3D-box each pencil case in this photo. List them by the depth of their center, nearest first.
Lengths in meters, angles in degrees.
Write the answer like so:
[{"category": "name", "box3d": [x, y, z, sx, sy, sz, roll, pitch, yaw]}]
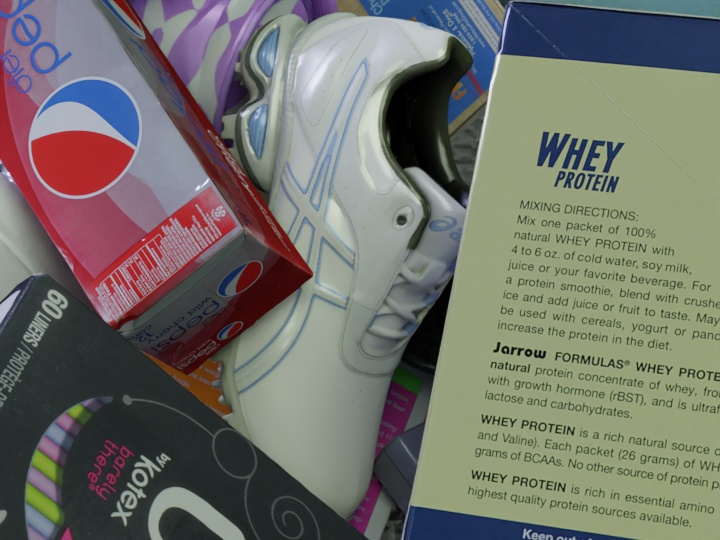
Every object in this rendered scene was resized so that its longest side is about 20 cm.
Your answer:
[{"category": "pencil case", "box3d": [-0.110, -0.117, 1.021, 0.200, 0.084, 0.086, 25, 67, 17]}]

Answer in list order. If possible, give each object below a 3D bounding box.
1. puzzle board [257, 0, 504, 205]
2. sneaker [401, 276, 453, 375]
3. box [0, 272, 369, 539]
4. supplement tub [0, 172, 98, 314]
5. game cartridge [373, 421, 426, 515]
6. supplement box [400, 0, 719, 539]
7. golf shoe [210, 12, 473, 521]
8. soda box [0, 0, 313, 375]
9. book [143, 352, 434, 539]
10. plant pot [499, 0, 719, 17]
[{"category": "puzzle board", "box3d": [-0.031, -0.118, 1.042, 0.200, 0.151, 0.017, 56, 26, 16]}, {"category": "sneaker", "box3d": [0.079, 0.009, 1.012, 0.200, 0.076, 0.092, 20, 15, 4]}, {"category": "box", "box3d": [-0.078, 0.120, 0.803, 0.200, 0.106, 0.122, 40, 44, -16]}, {"category": "supplement tub", "box3d": [-0.200, 0.057, 0.902, 0.132, 0.132, 0.200, 35, 60, 6]}, {"category": "game cartridge", "box3d": [0.106, 0.129, 0.978, 0.130, 0.038, 0.200, -21, 68, -47]}, {"category": "supplement box", "box3d": [0.139, 0.030, 0.857, 0.200, 0.134, 0.200, 7, 76, 17]}, {"category": "golf shoe", "box3d": [0.000, 0.000, 0.931, 0.078, 0.097, 0.200, 4, 85, -56]}, {"category": "soda box", "box3d": [-0.102, -0.061, 0.917, 0.063, 0.070, 0.200, -37, 66, 8]}, {"category": "book", "box3d": [-0.055, 0.086, 0.974, 0.133, 0.048, 0.200, 26, 60, -4]}, {"category": "plant pot", "box3d": [0.153, -0.109, 1.054, 0.188, 0.200, 0.200, -1, 62, -3]}]
